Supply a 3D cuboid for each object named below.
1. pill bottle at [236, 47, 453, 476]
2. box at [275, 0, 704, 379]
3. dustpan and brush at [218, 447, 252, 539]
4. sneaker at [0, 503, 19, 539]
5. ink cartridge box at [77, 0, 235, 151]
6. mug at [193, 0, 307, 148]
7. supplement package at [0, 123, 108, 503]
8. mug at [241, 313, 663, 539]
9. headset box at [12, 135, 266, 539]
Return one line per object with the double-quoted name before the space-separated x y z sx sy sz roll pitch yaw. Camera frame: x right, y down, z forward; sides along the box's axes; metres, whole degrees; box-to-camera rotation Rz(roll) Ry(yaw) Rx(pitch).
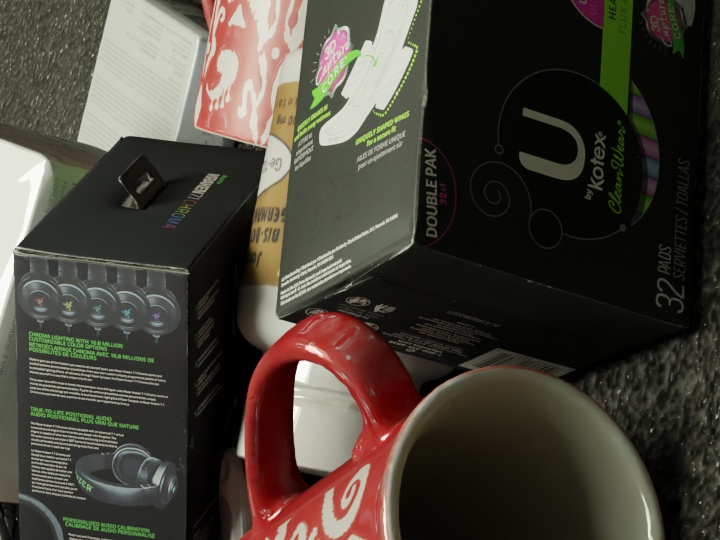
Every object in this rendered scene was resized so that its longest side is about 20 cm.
"pill bottle" 0.000 0.000 1.354 0.114 0.114 0.201 -1 78 62
"box" 0.060 -0.070 1.241 0.124 0.148 0.201 -27 53 55
"dustpan and brush" -0.045 0.189 1.362 0.139 0.057 0.202 -13 74 59
"sneaker" -0.212 0.199 1.712 0.201 0.073 0.080 -103 29 -53
"ink cartridge box" -0.130 -0.065 1.730 0.162 0.050 0.201 37 118 61
"mug" -0.018 -0.162 1.483 0.177 0.133 0.201 -155 78 -74
"supplement package" -0.192 0.022 1.570 0.146 0.200 0.193 20 95 33
"mug" 0.020 0.115 1.220 0.200 0.133 0.179 -36 64 57
"headset box" -0.104 0.043 1.402 0.174 0.092 0.201 -57 -28 -64
